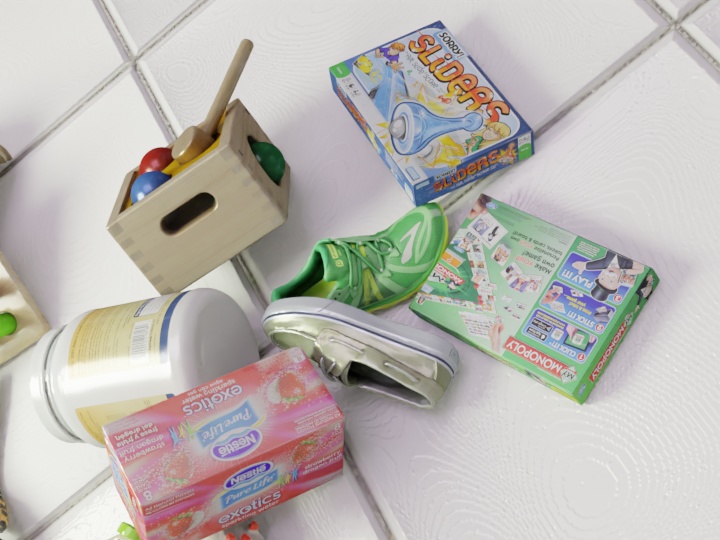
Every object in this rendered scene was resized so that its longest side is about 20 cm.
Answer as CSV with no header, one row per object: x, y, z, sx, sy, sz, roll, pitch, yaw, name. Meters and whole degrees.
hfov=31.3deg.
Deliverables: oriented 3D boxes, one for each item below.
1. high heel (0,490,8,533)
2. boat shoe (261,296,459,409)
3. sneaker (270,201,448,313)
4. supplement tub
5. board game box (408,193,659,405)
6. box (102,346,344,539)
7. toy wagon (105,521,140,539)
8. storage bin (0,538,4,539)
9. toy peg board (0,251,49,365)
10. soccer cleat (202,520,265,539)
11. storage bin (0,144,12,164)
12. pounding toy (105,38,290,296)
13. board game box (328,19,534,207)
-0.412,0.196,1.405,0.200,0.071,0.143,22,84,47,high heel
-0.008,0.076,1.204,0.199,0.072,0.062,12,53,21,boat shoe
0.000,0.000,1.256,0.200,0.084,0.074,-35,51,9,sneaker
-0.217,0.102,1.293,0.199,0.144,0.145,-11,60,26,supplement tub
0.155,0.022,1.185,0.200,0.029,0.135,28,82,38,board game box
-0.121,0.164,1.171,0.199,0.103,0.095,-21,53,-20,box
-0.213,0.340,1.229,0.199,0.040,0.156,20,77,36,toy wagon
-0.433,0.370,1.312,0.135,0.094,0.201,-11,60,26,storage bin
-0.499,0.044,1.461,0.200,0.098,0.200,-33,91,11,toy peg board
-0.137,0.258,1.218,0.200,0.069,0.078,53,125,33,soccer cleat
-0.546,-0.061,1.618,0.198,0.094,0.201,-11,59,25,storage bin
-0.159,-0.110,1.347,0.200,0.142,0.184,-33,22,12,pounding toy
0.069,-0.163,1.306,0.135,0.035,0.200,-25,51,-11,board game box
